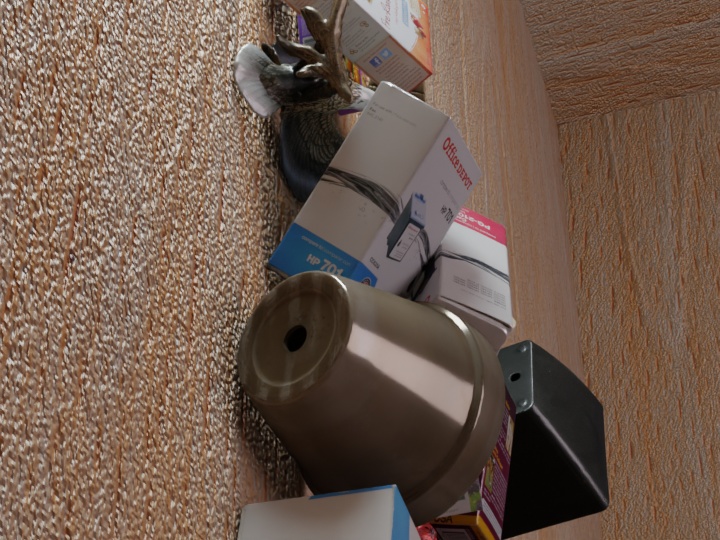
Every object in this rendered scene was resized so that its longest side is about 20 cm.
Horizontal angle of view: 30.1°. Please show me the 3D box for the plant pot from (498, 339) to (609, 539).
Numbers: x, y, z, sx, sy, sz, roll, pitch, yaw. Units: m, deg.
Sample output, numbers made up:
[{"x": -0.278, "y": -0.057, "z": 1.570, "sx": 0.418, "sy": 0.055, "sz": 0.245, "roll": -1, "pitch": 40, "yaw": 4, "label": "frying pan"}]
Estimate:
[{"x": 0.204, "y": 0.217, "z": 1.792, "sx": 0.178, "sy": 0.198, "sz": 0.201, "roll": 56, "pitch": 25, "yaw": -31, "label": "plant pot"}]

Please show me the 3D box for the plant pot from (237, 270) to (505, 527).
[{"x": -0.007, "y": 0.093, "z": 1.107, "sx": 0.173, "sy": 0.198, "sz": 0.202, "roll": 38, "pitch": 40, "yaw": -43, "label": "plant pot"}]

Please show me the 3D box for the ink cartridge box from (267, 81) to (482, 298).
[{"x": 0.018, "y": -0.051, "z": 1.251, "sx": 0.201, "sy": 0.085, "sz": 0.146, "roll": -57, "pitch": 156, "yaw": -5, "label": "ink cartridge box"}]

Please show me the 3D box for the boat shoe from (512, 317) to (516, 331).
[{"x": 0.107, "y": 0.099, "z": 1.525, "sx": 0.201, "sy": 0.062, "sz": 0.072, "roll": -56, "pitch": -170, "yaw": 45, "label": "boat shoe"}]

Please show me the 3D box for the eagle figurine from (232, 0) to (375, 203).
[{"x": -0.041, "y": -0.164, "z": 1.286, "sx": 0.152, "sy": 0.150, "sz": 0.200, "roll": -51, "pitch": 179, "yaw": -19, "label": "eagle figurine"}]

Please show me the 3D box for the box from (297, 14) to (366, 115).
[{"x": -0.034, "y": -0.295, "z": 1.509, "sx": 0.137, "sy": 0.039, "sz": 0.203, "roll": 48, "pitch": 35, "yaw": -65, "label": "box"}]

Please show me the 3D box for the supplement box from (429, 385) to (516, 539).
[{"x": 0.125, "y": 0.226, "z": 1.592, "sx": 0.111, "sy": 0.085, "sz": 0.202, "roll": 60, "pitch": 35, "yaw": -53, "label": "supplement box"}]

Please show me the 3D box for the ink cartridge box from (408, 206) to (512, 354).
[{"x": 0.082, "y": 0.044, "z": 1.345, "sx": 0.201, "sy": 0.084, "sz": 0.146, "roll": -83, "pitch": -161, "yaw": -60, "label": "ink cartridge box"}]

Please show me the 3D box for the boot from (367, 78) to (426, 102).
[{"x": 0.042, "y": -0.143, "z": 1.558, "sx": 0.155, "sy": 0.072, "sz": 0.203, "roll": 34, "pitch": 54, "yaw": -87, "label": "boot"}]

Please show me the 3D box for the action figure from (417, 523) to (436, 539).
[{"x": 0.083, "y": 0.343, "z": 1.498, "sx": 0.066, "sy": 0.051, "sz": 0.202, "roll": -58, "pitch": 134, "yaw": -64, "label": "action figure"}]

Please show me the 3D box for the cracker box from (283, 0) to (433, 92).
[{"x": -0.011, "y": -0.286, "z": 1.387, "sx": 0.199, "sy": 0.057, "sz": 0.135, "roll": 37, "pitch": 32, "yaw": -29, "label": "cracker box"}]

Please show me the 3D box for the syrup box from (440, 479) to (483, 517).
[{"x": 0.076, "y": 0.191, "z": 1.416, "sx": 0.200, "sy": 0.078, "sz": 0.083, "roll": -99, "pitch": 179, "yaw": -79, "label": "syrup box"}]

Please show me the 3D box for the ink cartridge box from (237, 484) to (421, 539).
[{"x": -0.006, "y": 0.282, "z": 1.031, "sx": 0.126, "sy": 0.127, "sz": 0.201, "roll": -84, "pitch": 158, "yaw": -47, "label": "ink cartridge box"}]
